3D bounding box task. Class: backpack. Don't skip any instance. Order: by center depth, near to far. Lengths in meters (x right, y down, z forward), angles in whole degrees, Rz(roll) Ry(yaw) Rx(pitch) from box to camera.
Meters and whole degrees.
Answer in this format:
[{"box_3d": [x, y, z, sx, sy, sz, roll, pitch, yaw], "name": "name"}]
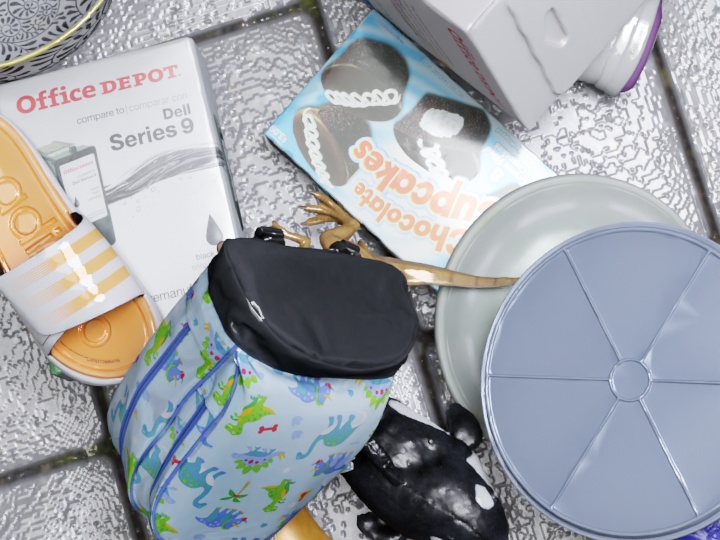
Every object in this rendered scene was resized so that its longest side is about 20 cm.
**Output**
[{"box_3d": [-0.074, 0.084, 1.292, 0.199, 0.162, 0.155, -32, 61, 36], "name": "backpack"}]

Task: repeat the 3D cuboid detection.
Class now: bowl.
[{"box_3d": [-0.240, -0.201, 1.396, 0.198, 0.094, 0.203, -3, 66, 7], "name": "bowl"}]

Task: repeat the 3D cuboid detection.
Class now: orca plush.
[{"box_3d": [0.019, 0.106, 1.349, 0.105, 0.071, 0.201, -32, 66, 5], "name": "orca plush"}]

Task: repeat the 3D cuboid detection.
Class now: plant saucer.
[{"box_3d": [0.149, 0.037, 1.372, 0.198, 0.050, 0.202, -1, 94, -8], "name": "plant saucer"}]

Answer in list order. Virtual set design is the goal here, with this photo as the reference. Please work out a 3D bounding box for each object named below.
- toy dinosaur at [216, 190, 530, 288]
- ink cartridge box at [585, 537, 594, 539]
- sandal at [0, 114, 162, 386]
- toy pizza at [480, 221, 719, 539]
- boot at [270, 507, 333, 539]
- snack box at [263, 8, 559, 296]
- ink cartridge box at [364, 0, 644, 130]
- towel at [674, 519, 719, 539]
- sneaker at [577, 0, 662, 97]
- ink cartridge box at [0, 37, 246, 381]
[{"box_3d": [0.000, 0.000, 1.361, 0.198, 0.107, 0.061, 0, 122, -12], "name": "toy dinosaur"}, {"box_3d": [0.265, 0.152, 1.362, 0.145, 0.084, 0.200, 42, 86, 6], "name": "ink cartridge box"}, {"box_3d": [-0.208, -0.014, 1.320, 0.079, 0.059, 0.207, -37, 84, 0], "name": "sandal"}, {"box_3d": [0.172, 0.070, 1.293, 0.198, 0.032, 0.203, -4, 80, 20], "name": "toy pizza"}, {"box_3d": [0.001, 0.213, 1.380, 0.142, 0.071, 0.203, -2, 72, -14], "name": "boot"}, {"box_3d": [0.044, -0.068, 1.415, 0.200, 0.037, 0.116, 42, 88, 5], "name": "snack box"}, {"box_3d": [0.071, -0.223, 1.340, 0.145, 0.147, 0.200, -47, 61, -2], "name": "ink cartridge box"}, {"box_3d": [0.270, 0.094, 1.302, 0.146, 0.050, 0.202, 20, 83, 4], "name": "towel"}, {"box_3d": [0.172, -0.226, 1.410, 0.099, 0.075, 0.202, 18, 84, 2], "name": "sneaker"}, {"box_3d": [-0.156, -0.040, 1.393, 0.144, 0.084, 0.202, -14, 84, 1], "name": "ink cartridge box"}]
